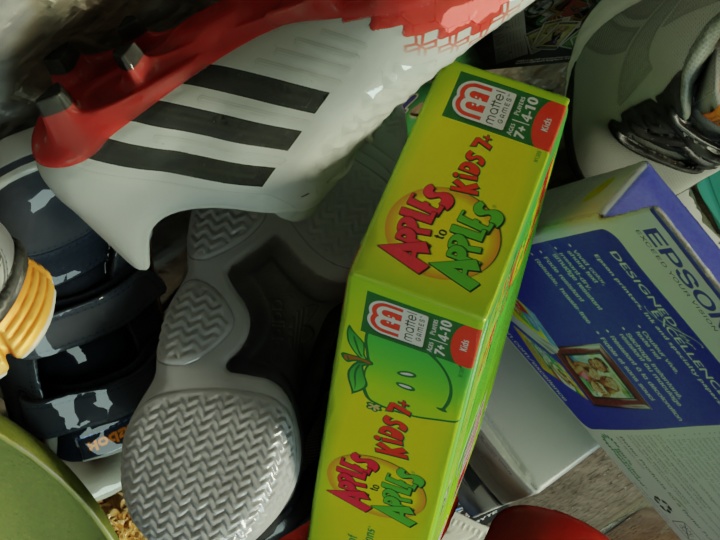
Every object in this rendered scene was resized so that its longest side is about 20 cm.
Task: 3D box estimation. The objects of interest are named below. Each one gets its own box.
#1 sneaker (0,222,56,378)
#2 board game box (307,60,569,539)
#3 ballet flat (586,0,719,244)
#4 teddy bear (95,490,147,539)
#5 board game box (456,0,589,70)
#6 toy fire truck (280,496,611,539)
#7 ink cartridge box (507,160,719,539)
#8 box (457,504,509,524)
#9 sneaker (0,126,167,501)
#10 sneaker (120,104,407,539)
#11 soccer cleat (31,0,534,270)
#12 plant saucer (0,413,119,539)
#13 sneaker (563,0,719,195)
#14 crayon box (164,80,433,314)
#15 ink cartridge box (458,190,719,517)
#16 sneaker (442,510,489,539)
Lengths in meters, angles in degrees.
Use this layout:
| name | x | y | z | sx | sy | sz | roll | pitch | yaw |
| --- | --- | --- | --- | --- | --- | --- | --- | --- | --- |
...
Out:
| name | x | y | z | sx | sy | sz | roll | pitch | yaw |
| --- | --- | --- | --- | --- | --- | --- | --- | --- | --- |
| sneaker | -0.208 | 0.020 | 0.656 | 0.199 | 0.078 | 0.077 | -24 | 128 | 1 |
| board game box | 0.024 | 0.032 | 0.702 | 0.200 | 0.047 | 0.102 | 99 | 11 | -52 |
| ballet flat | 0.138 | -0.087 | 0.763 | 0.072 | 0.072 | 0.200 | -29 | 133 | 0 |
| teddy bear | -0.133 | 0.114 | 0.882 | 0.145 | 0.067 | 0.200 | -19 | 168 | 39 |
| board game box | 0.061 | -0.116 | 0.734 | 0.199 | 0.024 | 0.105 | -9 | 150 | -39 |
| toy fire truck | 0.028 | 0.173 | 0.883 | 0.168 | 0.199 | 0.112 | 101 | 14 | -62 |
| ink cartridge box | 0.138 | 0.048 | 0.734 | 0.047 | 0.198 | 0.200 | -43 | -170 | -18 |
| box | -0.006 | 0.138 | 1.137 | 0.199 | 0.050 | 0.199 | -26 | 155 | -8 |
| sneaker | -0.109 | 0.023 | 0.753 | 0.078 | 0.080 | 0.200 | -21 | 154 | -14 |
| sneaker | -0.033 | 0.024 | 0.760 | 0.114 | 0.075 | 0.201 | 77 | 32 | -70 |
| soccer cleat | -0.015 | -0.063 | 0.642 | 0.199 | 0.069 | 0.085 | -22 | 122 | 13 |
| plant saucer | -0.179 | 0.109 | 0.771 | 0.200 | 0.200 | 0.031 | -50 | -167 | 39 |
| sneaker | 0.119 | -0.068 | 0.671 | 0.074 | 0.080 | 0.200 | 21 | 152 | -7 |
| crayon box | 0.000 | 0.000 | 0.863 | 0.125 | 0.052 | 0.200 | 0 | 143 | -49 |
| ink cartridge box | 0.101 | 0.042 | 0.937 | 0.146 | 0.086 | 0.200 | -35 | 173 | -9 |
| sneaker | 0.009 | 0.145 | 1.016 | 0.081 | 0.200 | 0.147 | -57 | 170 | -16 |
